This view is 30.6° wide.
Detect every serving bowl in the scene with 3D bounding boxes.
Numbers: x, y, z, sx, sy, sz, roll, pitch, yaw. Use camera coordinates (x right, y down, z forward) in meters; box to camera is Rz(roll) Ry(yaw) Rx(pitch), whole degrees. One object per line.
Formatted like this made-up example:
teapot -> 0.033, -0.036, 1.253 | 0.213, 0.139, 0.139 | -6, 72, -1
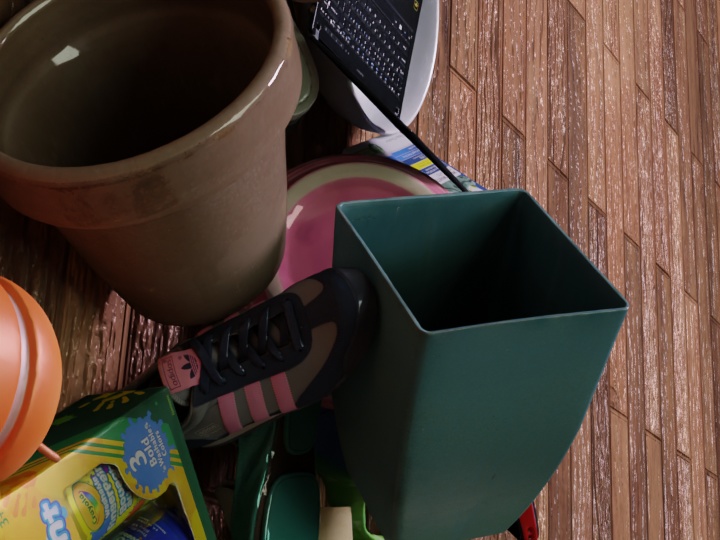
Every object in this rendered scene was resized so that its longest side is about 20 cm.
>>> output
serving bowl -> 0.001, -0.218, 1.120 | 0.199, 0.065, 0.203 | -20, 113, -61

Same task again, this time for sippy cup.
sippy cup -> 0.022, 0.113, 1.032 | 0.178, 0.139, 0.130 | -47, 149, -1

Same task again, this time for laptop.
laptop -> 0.041, -0.172, 1.019 | 0.177, 0.102, 0.203 | 36, 62, -61

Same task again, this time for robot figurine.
robot figurine -> -0.225, 0.047, 0.631 | 0.199, 0.142, 0.118 | 25, 78, -55

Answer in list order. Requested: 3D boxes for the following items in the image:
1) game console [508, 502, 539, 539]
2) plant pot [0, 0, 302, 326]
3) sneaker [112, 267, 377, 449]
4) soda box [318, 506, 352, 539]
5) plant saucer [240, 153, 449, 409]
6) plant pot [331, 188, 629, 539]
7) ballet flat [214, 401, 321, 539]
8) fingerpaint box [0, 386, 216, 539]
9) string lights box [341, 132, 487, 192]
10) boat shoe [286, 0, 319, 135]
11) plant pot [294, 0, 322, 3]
game console -> 0.094, 0.118, 1.114 | 0.200, 0.031, 0.179 | -148, -139, -72
plant pot -> -0.117, -0.063, 0.800 | 0.176, 0.197, 0.202 | 74, 27, -44
sneaker -> -0.075, 0.059, 0.807 | 0.081, 0.199, 0.071 | 8, 54, -47
soda box -> -0.044, 0.270, 0.928 | 0.067, 0.063, 0.203 | 15, 68, -57
plant saucer -> 0.000, 0.000, 0.956 | 0.051, 0.197, 0.203 | 103, -7, -67
plant pot -> 0.057, 0.073, 0.853 | 0.139, 0.142, 0.202 | -5, 126, -23
ballet flat -> -0.063, 0.129, 0.888 | 0.067, 0.070, 0.203 | 10, 83, -52
fingerpaint box -> -0.151, 0.193, 0.756 | 0.167, 0.072, 0.203 | -33, 110, -58
string lights box -> 0.076, -0.034, 1.097 | 0.103, 0.199, 0.059 | -29, 150, -58
boat shoe -> -0.084, -0.200, 0.996 | 0.061, 0.071, 0.204 | 127, -50, -71
plant pot -> -0.095, -0.264, 0.881 | 0.199, 0.172, 0.203 | 26, 60, -54
